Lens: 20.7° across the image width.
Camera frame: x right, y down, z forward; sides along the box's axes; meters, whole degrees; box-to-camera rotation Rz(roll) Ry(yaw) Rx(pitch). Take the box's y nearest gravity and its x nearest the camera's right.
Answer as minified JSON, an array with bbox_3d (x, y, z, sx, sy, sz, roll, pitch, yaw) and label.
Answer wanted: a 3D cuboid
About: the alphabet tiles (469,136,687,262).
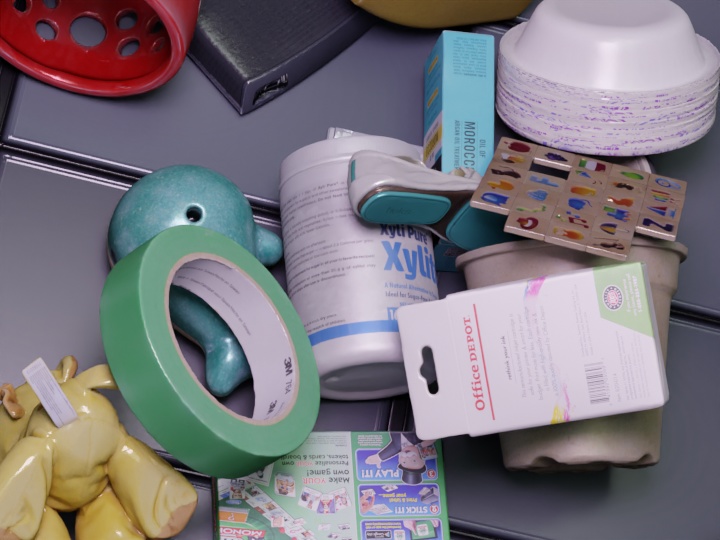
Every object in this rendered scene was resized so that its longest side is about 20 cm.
[{"bbox_3d":[0.181,-0.058,1.625,0.166,0.008,0.200,15,25,8],"label":"alphabet tiles"}]

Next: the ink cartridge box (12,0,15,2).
[{"bbox_3d":[-0.384,-0.314,1.761,0.200,0.050,0.163,30,66,3],"label":"ink cartridge box"}]

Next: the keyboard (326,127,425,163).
[{"bbox_3d":[0.063,-0.085,1.801,0.199,0.011,0.057,12,72,-8],"label":"keyboard"}]

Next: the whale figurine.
[{"bbox_3d":[-0.132,0.002,1.667,0.159,0.104,0.201,-22,76,-20],"label":"whale figurine"}]

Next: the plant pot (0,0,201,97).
[{"bbox_3d":[-0.225,-0.277,1.709,0.200,0.201,0.183,19,58,-6],"label":"plant pot"}]

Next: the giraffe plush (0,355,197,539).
[{"bbox_3d":[-0.245,0.149,1.564,0.172,0.162,0.201,-19,104,-23],"label":"giraffe plush"}]

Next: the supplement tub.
[{"bbox_3d":[0.000,0.000,1.685,0.131,0.132,0.201,-1,71,-14],"label":"supplement tub"}]

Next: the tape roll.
[{"bbox_3d":[-0.116,0.062,1.547,0.200,0.048,0.201,35,39,-34],"label":"tape roll"}]

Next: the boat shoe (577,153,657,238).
[{"bbox_3d":[0.251,-0.081,1.778,0.062,0.073,0.200,16,33,-24],"label":"boat shoe"}]

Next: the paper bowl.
[{"bbox_3d":[0.223,-0.187,1.770,0.200,0.105,0.201,1,26,0],"label":"paper bowl"}]

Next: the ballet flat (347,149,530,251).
[{"bbox_3d":[0.069,-0.064,1.646,0.199,0.069,0.070,12,64,-39],"label":"ballet flat"}]

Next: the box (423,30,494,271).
[{"bbox_3d":[0.087,-0.105,1.763,0.049,0.082,0.201,4,73,-9],"label":"box"}]

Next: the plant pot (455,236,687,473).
[{"bbox_3d":[0.183,0.078,1.680,0.199,0.200,0.184,1,80,-13],"label":"plant pot"}]

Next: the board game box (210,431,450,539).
[{"bbox_3d":[-0.025,0.203,1.656,0.199,0.029,0.135,1,70,-13],"label":"board game box"}]

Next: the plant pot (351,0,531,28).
[{"bbox_3d":[0.065,-0.332,1.771,0.199,0.194,0.196,-21,75,-35],"label":"plant pot"}]

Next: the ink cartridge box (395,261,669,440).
[{"bbox_3d":[0.137,0.065,1.572,0.199,0.067,0.118,-9,90,12],"label":"ink cartridge box"}]

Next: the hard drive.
[{"bbox_3d":[-0.072,-0.247,1.812,0.200,0.042,0.135,-38,82,-23],"label":"hard drive"}]
